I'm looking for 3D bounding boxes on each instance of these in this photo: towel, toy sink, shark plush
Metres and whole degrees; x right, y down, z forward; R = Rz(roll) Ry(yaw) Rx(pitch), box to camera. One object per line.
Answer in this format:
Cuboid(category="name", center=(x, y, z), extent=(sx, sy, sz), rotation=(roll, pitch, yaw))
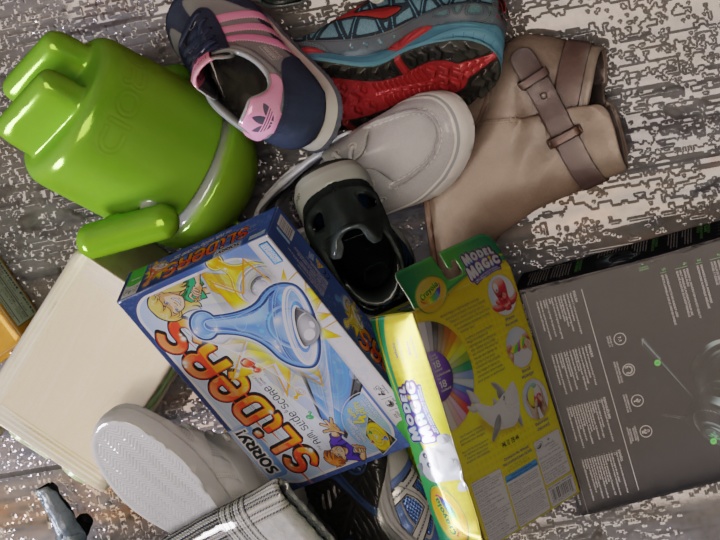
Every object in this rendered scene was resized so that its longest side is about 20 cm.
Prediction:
Cuboid(category="towel", center=(-0.066, 0.258, 1.695), extent=(0.193, 0.035, 0.200), rotation=(-30, 109, 31))
Cuboid(category="toy sink", center=(-0.200, 0.084, 1.756), extent=(0.112, 0.130, 0.200), rotation=(34, 102, 1))
Cuboid(category="shark plush", center=(-0.196, 0.257, 1.809), extent=(0.091, 0.083, 0.200), rotation=(-6, 99, 10))

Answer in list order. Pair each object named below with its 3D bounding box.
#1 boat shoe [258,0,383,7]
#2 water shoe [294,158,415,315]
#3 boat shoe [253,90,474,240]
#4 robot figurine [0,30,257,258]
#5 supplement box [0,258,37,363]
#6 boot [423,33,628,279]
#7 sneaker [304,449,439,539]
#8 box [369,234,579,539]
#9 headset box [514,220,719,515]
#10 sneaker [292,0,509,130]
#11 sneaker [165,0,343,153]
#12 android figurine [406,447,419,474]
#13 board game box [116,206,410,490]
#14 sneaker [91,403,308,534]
Cuboid(category="boat shoe", center=(0.012, -0.213, 1.674), extent=(0.200, 0.073, 0.062), rotation=(5, 74, 28))
Cuboid(category="water shoe", center=(0.000, 0.000, 1.658), extent=(0.071, 0.200, 0.079), rotation=(-23, 59, 5))
Cuboid(category="boat shoe", center=(-0.003, -0.070, 1.684), extent=(0.200, 0.069, 0.072), rotation=(-21, 87, 45))
Cuboid(category="robot figurine", center=(-0.160, -0.091, 1.701), extent=(0.200, 0.175, 0.116), rotation=(28, 128, -26))
Cuboid(category="supplement box", center=(-0.325, -0.015, 1.790), extent=(0.067, 0.069, 0.200), rotation=(-33, 92, 14))
Cuboid(category="boot", center=(0.121, -0.069, 1.703), extent=(0.146, 0.070, 0.200), rotation=(-7, 93, 17))
Cuboid(category="sneaker", center=(0.014, 0.170, 1.735), extent=(0.076, 0.077, 0.200), rotation=(-18, 84, 37))
Cuboid(category="box", center=(0.077, 0.083, 1.643), extent=(0.048, 0.117, 0.200), rotation=(-9, 99, 42))
Cuboid(category="headset box", center=(0.232, 0.063, 1.704), extent=(0.200, 0.093, 0.174), rotation=(-16, 97, 11))
Cuboid(category="sneaker", center=(0.021, -0.160, 1.713), extent=(0.200, 0.096, 0.079), rotation=(-5, 138, 28))
Cuboid(category="sneaker", center=(-0.095, -0.151, 1.674), extent=(0.200, 0.082, 0.070), rotation=(39, 114, 43))
Cuboid(category="android figurine", center=(0.050, 0.122, 1.771), extent=(0.182, 0.041, 0.200), rotation=(12, 104, 7))
Cuboid(category="board game box", center=(-0.056, 0.059, 1.642), extent=(0.135, 0.034, 0.200), rotation=(-24, 119, 30))
Cuboid(category="sneaker", center=(-0.111, 0.134, 1.715), extent=(0.074, 0.116, 0.200), rotation=(-22, 128, 34))
